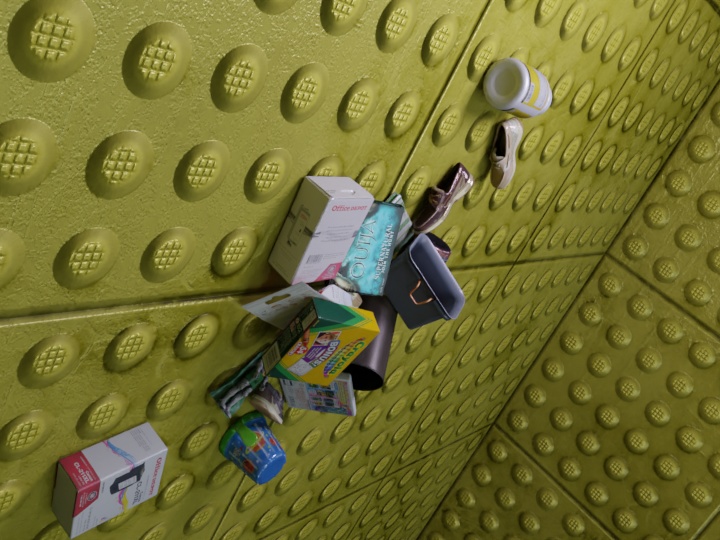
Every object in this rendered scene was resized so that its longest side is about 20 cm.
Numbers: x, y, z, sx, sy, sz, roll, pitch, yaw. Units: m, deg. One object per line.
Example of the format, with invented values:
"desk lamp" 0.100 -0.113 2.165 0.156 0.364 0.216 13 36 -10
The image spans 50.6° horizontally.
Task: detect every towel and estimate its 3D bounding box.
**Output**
"towel" 0.057 -0.085 1.782 0.153 0.023 0.201 -46 154 -7

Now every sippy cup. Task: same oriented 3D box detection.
"sippy cup" -0.251 0.437 1.841 0.141 0.130 0.177 -56 153 14

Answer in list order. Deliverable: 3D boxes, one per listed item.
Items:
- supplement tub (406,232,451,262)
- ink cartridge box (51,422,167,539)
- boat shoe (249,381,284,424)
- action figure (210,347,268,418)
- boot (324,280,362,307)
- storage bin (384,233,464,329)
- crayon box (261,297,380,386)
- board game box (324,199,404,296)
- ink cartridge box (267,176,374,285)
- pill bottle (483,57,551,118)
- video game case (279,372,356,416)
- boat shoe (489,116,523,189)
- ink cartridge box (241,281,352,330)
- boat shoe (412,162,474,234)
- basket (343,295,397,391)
"supplement tub" 0.140 0.006 1.931 0.106 0.107 0.203 0 125 -56
"ink cartridge box" -0.488 0.406 1.489 0.198 0.083 0.148 -19 139 -45
"boat shoe" -0.211 0.314 1.812 0.066 0.071 0.201 -59 162 -16
"action figure" -0.237 0.237 1.702 0.200 0.054 0.119 -45 150 -20
"boot" 0.000 0.000 1.720 0.154 0.072 0.200 -39 148 1
"storage bin" 0.134 0.044 1.817 0.133 0.202 0.146 -29 -169 34
"crayon box" -0.084 0.155 1.599 0.170 0.059 0.200 16 129 -39
"board game box" 0.007 -0.050 1.618 0.132 0.028 0.205 6 108 -22
"ink cartridge box" -0.077 -0.081 1.510 0.145 0.083 0.203 -8 132 -52
"pill bottle" 0.369 -0.413 1.750 0.198 0.112 0.114 -1 127 -56
"video game case" -0.104 0.295 1.863 0.202 0.177 0.024 84 15 -54
"boat shoe" 0.357 -0.292 1.936 0.064 0.072 0.203 -21 139 -29
"ink cartridge box" -0.130 0.065 1.581 0.157 0.048 0.199 -21 149 23
"boat shoe" 0.189 -0.176 1.836 0.200 0.072 0.072 -46 123 -4
"basket" 0.012 0.167 1.839 0.179 0.135 0.204 -25 -141 52
